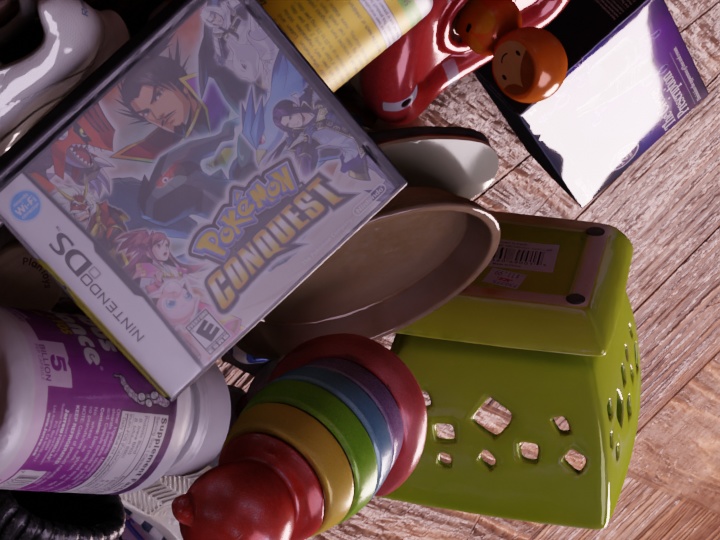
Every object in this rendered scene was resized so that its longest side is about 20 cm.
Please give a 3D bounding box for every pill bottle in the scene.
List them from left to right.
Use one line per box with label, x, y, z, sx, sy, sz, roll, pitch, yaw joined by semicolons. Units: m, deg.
pill bottle;-0.177;0.082;1.551;0.200;0.112;0.112;9;125;-50
pill bottle;-0.063;-0.145;1.555;0.200;0.111;0.111;-40;153;-3

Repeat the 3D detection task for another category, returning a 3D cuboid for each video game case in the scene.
video game case;-0.100;-0.051;1.492;0.200;0.025;0.181;-43;112;-4

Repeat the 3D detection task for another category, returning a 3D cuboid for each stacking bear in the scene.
stacking bear;-0.049;0.134;1.667;0.200;0.121;0.114;-42;174;-47

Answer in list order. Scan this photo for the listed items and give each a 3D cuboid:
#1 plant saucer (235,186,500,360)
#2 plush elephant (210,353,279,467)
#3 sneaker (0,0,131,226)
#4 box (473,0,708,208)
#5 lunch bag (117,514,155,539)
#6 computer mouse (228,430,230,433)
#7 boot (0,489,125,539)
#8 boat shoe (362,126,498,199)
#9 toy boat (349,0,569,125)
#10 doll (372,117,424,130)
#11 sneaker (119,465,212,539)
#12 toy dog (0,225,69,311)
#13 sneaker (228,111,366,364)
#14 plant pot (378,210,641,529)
plant saucer;0.000;0.000;1.713;0.199;0.030;0.200;-19;156;-9
plush elephant;-0.072;0.126;1.893;0.154;0.165;0.200;-20;131;12
sneaker;-0.227;-0.091;1.484;0.200;0.074;0.087;-51;141;4
box;0.175;-0.150;1.905;0.141;0.079;0.200;-40;154;3
lunch bag;-0.218;0.257;1.897;0.200;0.160;0.075;-50;152;15
computer mouse;-0.080;0.125;1.766;0.059;0.034;0.200;-40;128;18
boot;-0.205;0.186;1.665;0.158;0.080;0.211;-47;160;26
boat shoe;-0.006;-0.068;1.719;0.199;0.063;0.071;-13;127;0
toy boat;0.089;-0.165;1.705;0.200;0.131;0.131;-33;152;-16
doll;0.020;-0.048;1.826;0.048;0.137;0.200;10;145;-3
sneaker;-0.126;0.157;1.733;0.075;0.084;0.200;-45;126;-8
toy dog;-0.152;-0.034;1.596;0.199;0.132;0.097;-12;107;-25
sneaker;-0.044;-0.021;1.795;0.075;0.088;0.200;3;128;-52
plant pot;0.115;0.064;1.939;0.199;0.199;0.182;-65;158;-58
